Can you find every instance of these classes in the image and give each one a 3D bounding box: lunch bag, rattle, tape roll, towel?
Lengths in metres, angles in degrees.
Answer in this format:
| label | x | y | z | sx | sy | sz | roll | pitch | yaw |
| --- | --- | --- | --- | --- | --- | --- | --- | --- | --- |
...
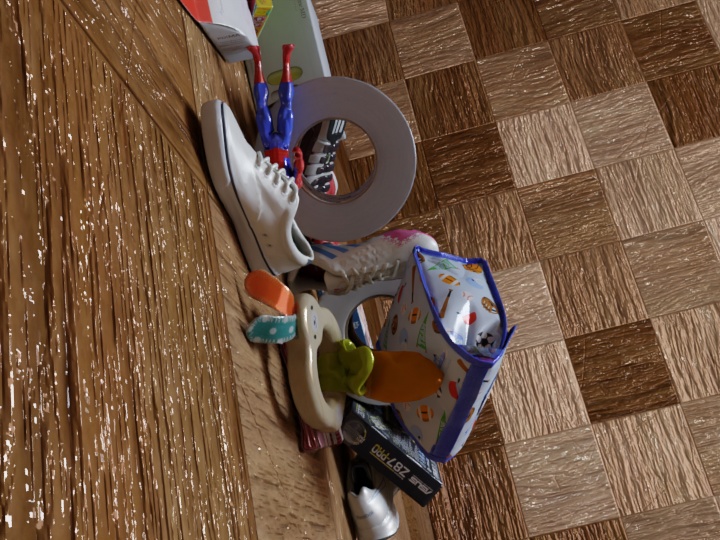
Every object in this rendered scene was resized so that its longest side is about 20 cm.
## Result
| label | x | y | z | sx | sy | sz | roll | pitch | yaw |
| --- | --- | --- | --- | --- | --- | --- | --- | --- | --- |
| lunch bag | 0.103 | 0.100 | 0.891 | 0.200 | 0.123 | 0.171 | -99 | -159 | -54 |
| rattle | -0.014 | 0.074 | 0.738 | 0.130 | 0.142 | 0.201 | -60 | 146 | -39 |
| tape roll | -0.031 | -0.140 | 0.944 | 0.066 | 0.199 | 0.201 | -90 | 165 | -76 |
| tape roll | 0.035 | 0.081 | 1.093 | 0.139 | 0.202 | 0.204 | -52 | 128 | -85 |
| towel | -0.057 | 0.139 | 0.895 | 0.200 | 0.023 | 0.145 | 61 | 15 | -77 |

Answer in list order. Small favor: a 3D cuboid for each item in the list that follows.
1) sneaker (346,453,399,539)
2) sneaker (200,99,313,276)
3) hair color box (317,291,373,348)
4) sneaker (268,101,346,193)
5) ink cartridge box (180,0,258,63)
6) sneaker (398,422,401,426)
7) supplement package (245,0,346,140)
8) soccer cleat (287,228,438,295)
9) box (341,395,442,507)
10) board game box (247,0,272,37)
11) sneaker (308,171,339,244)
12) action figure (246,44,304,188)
| label | x | y | z | sx | sy | sz | roll | pitch | yaw |
| --- | --- | --- | --- | --- | --- | --- | --- | --- | --- |
| sneaker | 0.016 | 0.291 | 1.060 | 0.200 | 0.074 | 0.087 | -95 | 164 | -73 |
| sneaker | -0.097 | -0.080 | 0.732 | 0.073 | 0.070 | 0.201 | -100 | 174 | -48 |
| hair color box | -0.018 | 0.104 | 1.277 | 0.100 | 0.060 | 0.201 | -83 | 158 | -80 |
| sneaker | -0.097 | -0.155 | 1.030 | 0.076 | 0.115 | 0.201 | -26 | 137 | -69 |
| ink cartridge box | -0.167 | -0.339 | 0.828 | 0.200 | 0.057 | 0.163 | 85 | -9 | -86 |
| sneaker | 0.086 | 0.198 | 1.107 | 0.200 | 0.085 | 0.077 | 138 | -67 | -71 |
| supplement package | -0.103 | -0.298 | 1.128 | 0.156 | 0.110 | 0.201 | 47 | 29 | -82 |
| soccer cleat | 0.000 | 0.000 | 0.954 | 0.087 | 0.199 | 0.070 | -72 | 150 | -52 |
| box | 0.039 | 0.241 | 1.086 | 0.161 | 0.049 | 0.200 | 42 | 4 | -2 |
| board game box | -0.159 | -0.399 | 0.970 | 0.095 | 0.030 | 0.201 | -37 | -117 | 60 |
| sneaker | -0.062 | -0.082 | 1.207 | 0.200 | 0.078 | 0.116 | 69 | 7 | -53 |
| action figure | -0.099 | -0.153 | 0.857 | 0.099 | 0.065 | 0.201 | -104 | -169 | -76 |
